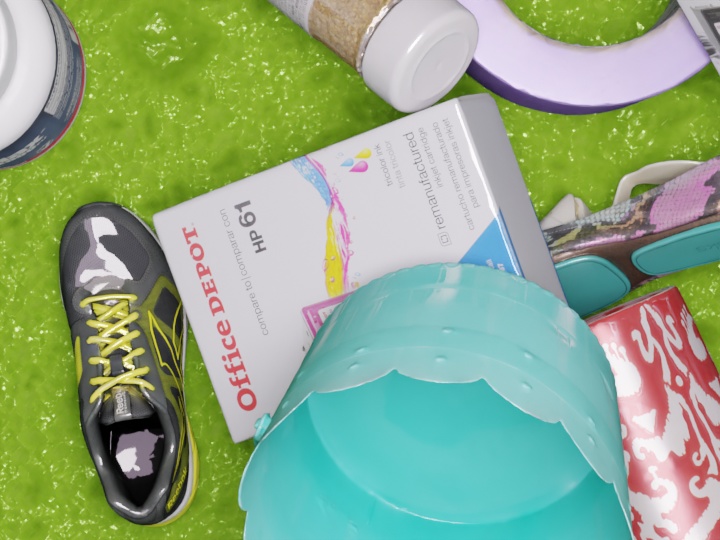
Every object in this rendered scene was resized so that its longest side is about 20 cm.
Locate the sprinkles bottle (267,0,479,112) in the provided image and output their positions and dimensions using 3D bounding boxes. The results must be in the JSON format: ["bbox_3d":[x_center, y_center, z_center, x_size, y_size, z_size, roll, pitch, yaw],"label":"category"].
[{"bbox_3d":[-0.024,-0.172,1.053,0.200,0.068,0.068,41,91,26],"label":"sprinkles bottle"}]

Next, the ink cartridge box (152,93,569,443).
[{"bbox_3d":[0.000,0.000,1.060,0.200,0.085,0.145,-20,90,20],"label":"ink cartridge box"}]

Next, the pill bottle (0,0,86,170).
[{"bbox_3d":[-0.224,-0.117,1.025,0.119,0.200,0.120,0,91,0],"label":"pill bottle"}]

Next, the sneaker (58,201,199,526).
[{"bbox_3d":[-0.134,0.056,1.088,0.074,0.085,0.200,-13,92,-1],"label":"sneaker"}]

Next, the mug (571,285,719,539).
[{"bbox_3d":[0.155,0.127,1.065,0.177,0.133,0.200,-21,88,-24],"label":"mug"}]

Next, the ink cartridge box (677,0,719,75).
[{"bbox_3d":[0.242,-0.163,1.016,0.116,0.067,0.200,-36,105,-13],"label":"ink cartridge box"}]

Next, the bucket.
[{"bbox_3d":[0.044,0.105,0.960,0.207,0.135,0.207,4,120,8],"label":"bucket"}]

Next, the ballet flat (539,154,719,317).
[{"bbox_3d":[0.154,-0.021,1.090,0.200,0.069,0.071,-22,53,25],"label":"ballet flat"}]

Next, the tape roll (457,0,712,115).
[{"bbox_3d":[0.132,-0.193,1.086,0.200,0.085,0.200,0,92,-2],"label":"tape roll"}]
